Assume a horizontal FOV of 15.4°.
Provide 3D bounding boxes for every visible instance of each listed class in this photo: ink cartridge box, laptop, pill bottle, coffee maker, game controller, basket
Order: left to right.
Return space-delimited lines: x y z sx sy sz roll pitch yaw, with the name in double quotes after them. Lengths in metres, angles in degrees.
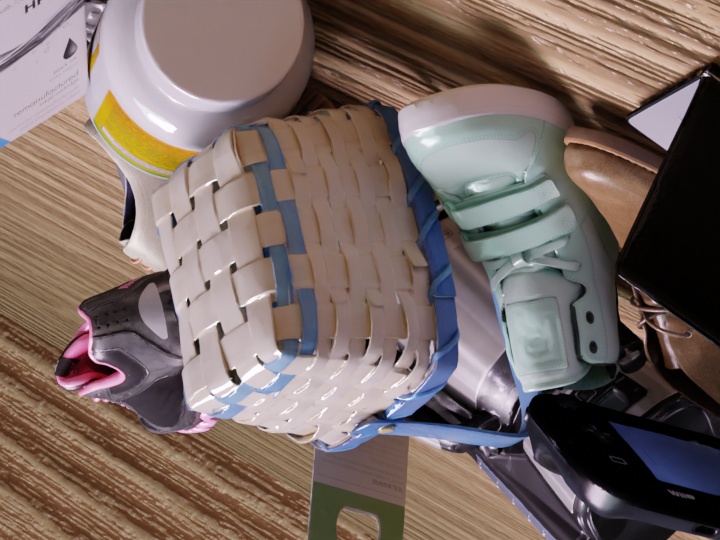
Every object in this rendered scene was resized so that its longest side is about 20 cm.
-0.201 -0.136 1.331 0.068 0.116 0.200 47 158 19 "ink cartridge box"
-0.084 -0.113 1.390 0.111 0.111 0.200 35 170 -6 "pill bottle"
-0.012 0.079 1.561 0.048 0.202 0.145 3 171 24 "ink cartridge box"
0.000 0.000 1.347 0.199 0.178 0.139 3 155 -33 "basket"
0.113 0.067 1.512 0.200 0.135 0.192 45 -165 28 "coffee maker"
0.178 0.109 1.347 0.199 0.042 0.104 15 -170 -27 "game controller"
0.185 0.016 1.118 0.187 0.116 0.200 36 170 -5 "laptop"

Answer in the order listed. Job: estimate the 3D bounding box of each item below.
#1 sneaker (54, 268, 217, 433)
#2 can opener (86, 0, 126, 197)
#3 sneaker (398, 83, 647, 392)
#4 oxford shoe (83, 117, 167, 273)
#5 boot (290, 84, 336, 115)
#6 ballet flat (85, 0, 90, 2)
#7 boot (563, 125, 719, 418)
-0.123 0.047 1.461 0.200 0.095 0.079 110 142 -69 "sneaker"
-0.129 -0.103 1.571 0.067 0.053 0.201 -106 1 -63 "can opener"
0.083 -0.009 1.292 0.073 0.119 0.200 -15 153 23 "sneaker"
-0.101 -0.016 1.543 0.071 0.073 0.201 -136 24 -70 "oxford shoe"
-0.036 -0.067 1.607 0.107 0.075 0.200 34 178 -35 "boot"
-0.129 -0.187 1.343 0.069 0.070 0.200 36 165 -11 "ballet flat"
0.157 0.006 1.287 0.200 0.076 0.073 42 169 -31 "boot"
